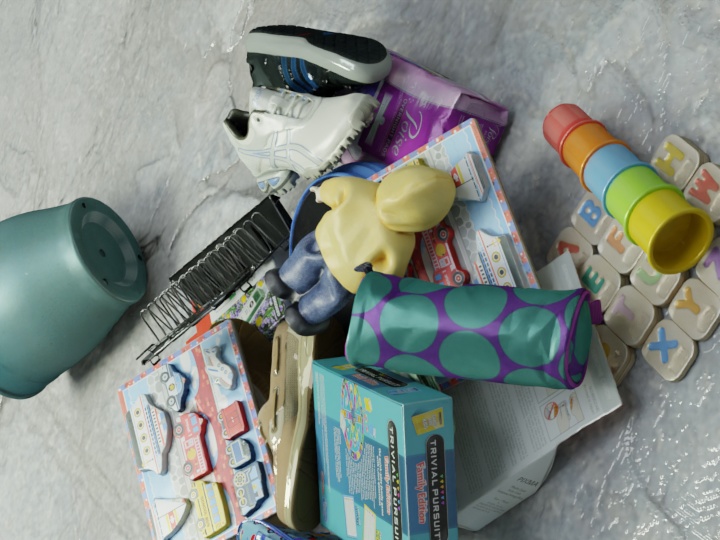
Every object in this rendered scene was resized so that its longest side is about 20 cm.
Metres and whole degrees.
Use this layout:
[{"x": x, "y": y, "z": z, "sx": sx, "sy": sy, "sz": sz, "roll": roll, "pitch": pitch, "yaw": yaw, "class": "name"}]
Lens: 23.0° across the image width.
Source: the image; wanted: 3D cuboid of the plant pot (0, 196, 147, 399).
[{"x": -0.353, "y": 0.016, "z": 2.017, "sx": 0.187, "sy": 0.200, "sz": 0.201, "roll": -29, "pitch": 54, "yaw": 22, "class": "plant pot"}]

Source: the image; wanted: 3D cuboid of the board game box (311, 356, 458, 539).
[{"x": 0.019, "y": 0.164, "z": 1.494, "sx": 0.200, "sy": 0.047, "sz": 0.152, "roll": -162, "pitch": 67, "yaw": -66, "class": "board game box"}]

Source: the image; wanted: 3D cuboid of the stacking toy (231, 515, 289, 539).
[{"x": -0.133, "y": 0.242, "z": 1.752, "sx": 0.200, "sy": 0.085, "sz": 0.086, "roll": 9, "pitch": 83, "yaw": 58, "class": "stacking toy"}]

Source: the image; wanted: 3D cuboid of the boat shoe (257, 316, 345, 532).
[{"x": -0.057, "y": 0.141, "z": 1.619, "sx": 0.064, "sy": 0.071, "sz": 0.201, "roll": -7, "pitch": 65, "yaw": 31, "class": "boat shoe"}]

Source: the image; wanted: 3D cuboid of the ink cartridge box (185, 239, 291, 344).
[{"x": -0.130, "y": 0.060, "z": 1.828, "sx": 0.200, "sy": 0.050, "sz": 0.110, "roll": -40, "pitch": 49, "yaw": 32, "class": "ink cartridge box"}]

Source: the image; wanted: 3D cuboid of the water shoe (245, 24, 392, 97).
[{"x": -0.037, "y": -0.186, "z": 1.695, "sx": 0.200, "sy": 0.071, "sz": 0.080, "roll": 23, "pitch": 119, "yaw": 51, "class": "water shoe"}]

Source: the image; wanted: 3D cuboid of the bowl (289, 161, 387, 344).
[{"x": 0.000, "y": 0.000, "z": 1.643, "sx": 0.200, "sy": 0.039, "sz": 0.202, "roll": 20, "pitch": 116, "yaw": 50, "class": "bowl"}]

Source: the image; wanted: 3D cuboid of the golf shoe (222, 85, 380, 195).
[{"x": -0.063, "y": -0.134, "z": 1.649, "sx": 0.200, "sy": 0.097, "sz": 0.078, "roll": -23, "pitch": 27, "yaw": 53, "class": "golf shoe"}]

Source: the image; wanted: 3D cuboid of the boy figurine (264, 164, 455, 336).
[{"x": 0.000, "y": -0.031, "z": 1.523, "sx": 0.200, "sy": 0.064, "sz": 0.125, "roll": -43, "pitch": 70, "yaw": 30, "class": "boy figurine"}]

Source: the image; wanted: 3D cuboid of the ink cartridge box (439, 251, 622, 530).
[{"x": 0.135, "y": 0.103, "z": 1.506, "sx": 0.200, "sy": 0.047, "sz": 0.161, "roll": -37, "pitch": 50, "yaw": 28, "class": "ink cartridge box"}]

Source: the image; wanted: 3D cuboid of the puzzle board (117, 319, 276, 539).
[{"x": -0.157, "y": 0.167, "z": 1.682, "sx": 0.150, "sy": 0.017, "sz": 0.201, "roll": -31, "pitch": 59, "yaw": 23, "class": "puzzle board"}]

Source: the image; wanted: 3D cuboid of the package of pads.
[{"x": 0.042, "y": -0.134, "z": 1.676, "sx": 0.200, "sy": 0.075, "sz": 0.121, "roll": 35, "pitch": 106, "yaw": 50, "class": "package of pads"}]

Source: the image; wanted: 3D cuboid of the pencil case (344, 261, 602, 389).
[{"x": 0.089, "y": 0.046, "z": 1.434, "sx": 0.199, "sy": 0.092, "sz": 0.086, "roll": 6, "pitch": 114, "yaw": 22, "class": "pencil case"}]

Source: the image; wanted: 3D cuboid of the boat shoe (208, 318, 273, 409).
[{"x": -0.081, "y": 0.132, "z": 1.721, "sx": 0.200, "sy": 0.071, "sz": 0.070, "roll": 45, "pitch": 135, "yaw": 30, "class": "boat shoe"}]

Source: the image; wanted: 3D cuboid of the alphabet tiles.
[{"x": 0.231, "y": -0.008, "z": 1.448, "sx": 0.201, "sy": 0.015, "sz": 0.196, "roll": -59, "pitch": 40, "yaw": 17, "class": "alphabet tiles"}]

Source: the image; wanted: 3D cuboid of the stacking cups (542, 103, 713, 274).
[{"x": 0.209, "y": -0.070, "z": 1.445, "sx": 0.061, "sy": 0.060, "sz": 0.200, "roll": -59, "pitch": 37, "yaw": 16, "class": "stacking cups"}]

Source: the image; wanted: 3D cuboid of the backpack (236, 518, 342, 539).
[{"x": -0.074, "y": 0.300, "z": 1.551, "sx": 0.182, "sy": 0.199, "sz": 0.135, "roll": 21, "pitch": 93, "yaw": 52, "class": "backpack"}]

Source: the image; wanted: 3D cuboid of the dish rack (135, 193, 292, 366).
[{"x": -0.145, "y": 0.011, "z": 1.701, "sx": 0.153, "sy": 0.055, "sz": 0.200, "roll": -39, "pitch": 6, "yaw": 27, "class": "dish rack"}]

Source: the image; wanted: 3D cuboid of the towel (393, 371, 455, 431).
[{"x": 0.028, "y": 0.144, "z": 1.555, "sx": 0.201, "sy": 0.023, "sz": 0.153, "roll": 107, "pitch": 148, "yaw": -46, "class": "towel"}]

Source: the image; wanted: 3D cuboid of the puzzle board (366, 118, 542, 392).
[{"x": 0.074, "y": -0.008, "z": 1.517, "sx": 0.150, "sy": 0.017, "sz": 0.201, "roll": -29, "pitch": 76, "yaw": 36, "class": "puzzle board"}]
